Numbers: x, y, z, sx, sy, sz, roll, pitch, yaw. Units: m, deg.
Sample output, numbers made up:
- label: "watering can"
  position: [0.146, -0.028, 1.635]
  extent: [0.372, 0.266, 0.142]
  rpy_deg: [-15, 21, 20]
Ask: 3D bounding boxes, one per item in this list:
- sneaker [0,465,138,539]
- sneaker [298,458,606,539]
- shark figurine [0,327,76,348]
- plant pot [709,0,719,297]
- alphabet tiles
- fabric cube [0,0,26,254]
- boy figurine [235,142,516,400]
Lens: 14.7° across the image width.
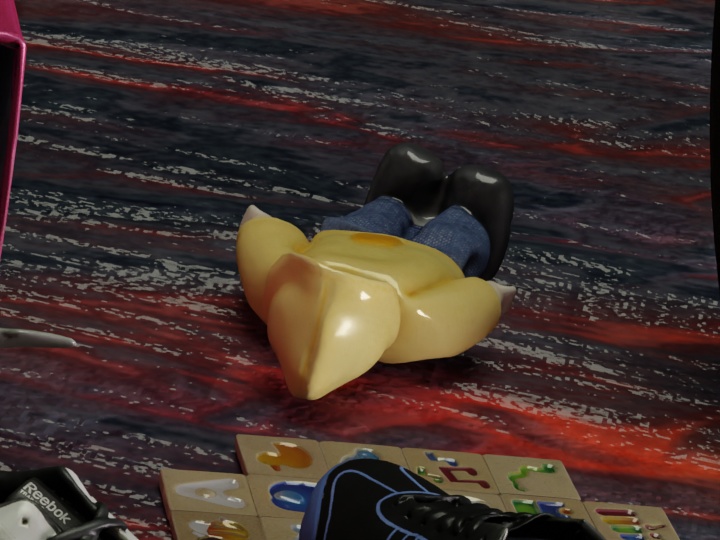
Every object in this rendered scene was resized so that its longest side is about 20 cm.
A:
- label: "sneaker"
  position: [-0.084, 0.110, 0.861]
  extent: [0.200, 0.080, 0.074]
  rpy_deg: [19, 22, 17]
- label: "sneaker"
  position: [0.045, 0.104, 0.921]
  extent: [0.070, 0.078, 0.200]
  rpy_deg: [-4, 30, -31]
- label: "shark figurine"
  position: [-0.160, 0.098, 0.728]
  extent: [0.089, 0.215, 0.128]
  rpy_deg: [22, 0, -42]
- label: "plant pot"
  position: [0.259, -0.007, 1.179]
  extent: [0.199, 0.177, 0.200]
  rpy_deg: [1, 25, -24]
- label: "alphabet tiles"
  position: [0.029, 0.105, 1.022]
  extent: [0.200, 0.006, 0.166]
  rpy_deg: [6, 23, -14]
- label: "fabric cube"
  position: [-0.228, -0.029, 0.975]
  extent: [0.196, 0.200, 0.199]
  rpy_deg: [5, 20, -13]
- label: "boy figurine"
  position: [0.000, 0.000, 1.194]
  extent: [0.124, 0.064, 0.200]
  rpy_deg: [20, 20, 14]
